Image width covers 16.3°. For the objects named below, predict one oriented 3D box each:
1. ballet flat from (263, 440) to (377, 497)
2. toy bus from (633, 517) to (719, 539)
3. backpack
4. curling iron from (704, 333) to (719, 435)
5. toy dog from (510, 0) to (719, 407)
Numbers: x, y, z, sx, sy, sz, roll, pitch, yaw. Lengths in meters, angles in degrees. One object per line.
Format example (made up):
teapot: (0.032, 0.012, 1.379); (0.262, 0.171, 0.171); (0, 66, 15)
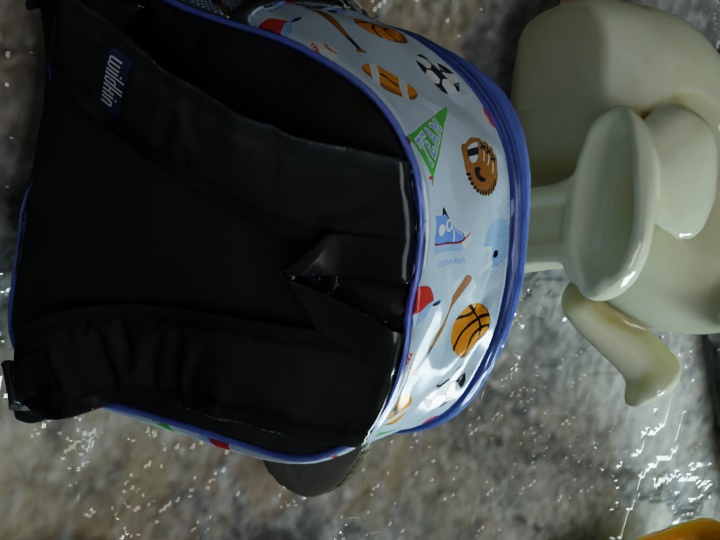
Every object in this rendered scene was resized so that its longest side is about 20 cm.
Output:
ballet flat: (0.000, 0.000, 1.059); (0.046, 0.067, 0.200); (-18, 123, -62)
toy bus: (0.158, 0.249, 1.217); (0.136, 0.200, 0.192); (-22, 157, -21)
backpack: (-0.029, -0.017, 0.946); (0.154, 0.190, 0.200); (-15, 120, -44)
curling iron: (0.187, 0.114, 1.239); (0.050, 0.026, 0.200); (-22, 121, -25)
toy dog: (0.145, -0.030, 1.098); (0.200, 0.140, 0.194); (20, 64, -35)
